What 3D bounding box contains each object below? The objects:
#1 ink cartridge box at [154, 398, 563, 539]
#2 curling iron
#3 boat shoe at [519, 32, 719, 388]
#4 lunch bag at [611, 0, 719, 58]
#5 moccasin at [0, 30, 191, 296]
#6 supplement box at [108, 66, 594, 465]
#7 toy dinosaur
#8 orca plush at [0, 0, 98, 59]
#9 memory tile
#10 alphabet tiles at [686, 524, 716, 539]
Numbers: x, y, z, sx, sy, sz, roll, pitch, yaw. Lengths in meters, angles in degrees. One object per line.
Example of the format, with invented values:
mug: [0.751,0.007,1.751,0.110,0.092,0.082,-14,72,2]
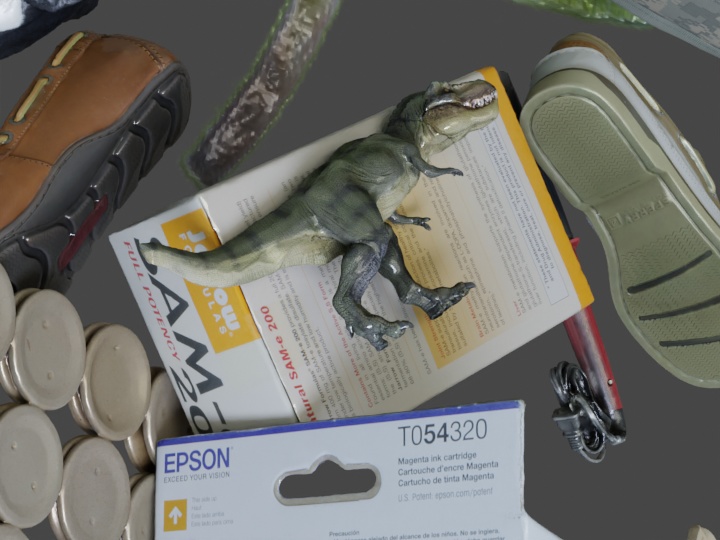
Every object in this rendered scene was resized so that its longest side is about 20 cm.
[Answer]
ink cartridge box: [-0.004,0.161,0.913,0.043,0.196,0.200,19,68,-49]
curling iron: [0.096,-0.004,1.119,0.050,0.026,0.200,4,71,-65]
boat shoe: [0.149,-0.032,1.130,0.200,0.075,0.068,58,31,-27]
lunch bag: [0.208,-0.179,1.118,0.200,0.164,0.118,36,66,-5]
moccasin: [-0.153,-0.032,0.963,0.078,0.074,0.201,23,61,19]
supplement box: [0.000,0.000,1.024,0.200,0.074,0.126,-26,94,-42]
toy dinosaur: [0.000,-0.012,0.949,0.200,0.047,0.088,-33,84,-41]
orca plush: [-0.139,-0.148,1.013,0.105,0.071,0.200,13,61,20]
memory tile: [-0.127,0.086,0.926,0.200,0.017,0.153,36,56,-54]
alphabet tiles: [0.187,0.228,1.068,0.196,0.015,0.200,62,27,-18]
